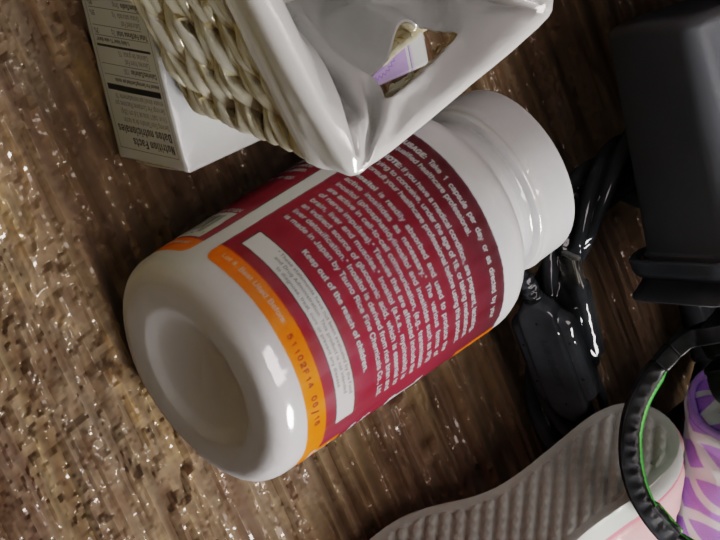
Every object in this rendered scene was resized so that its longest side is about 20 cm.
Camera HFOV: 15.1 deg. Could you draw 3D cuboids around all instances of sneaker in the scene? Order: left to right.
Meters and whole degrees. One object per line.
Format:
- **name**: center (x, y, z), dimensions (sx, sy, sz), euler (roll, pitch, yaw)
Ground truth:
- **sneaker**: center (0.077, 0.153, 1.350), dimensions (0.200, 0.075, 0.105), euler (-30, 144, -13)

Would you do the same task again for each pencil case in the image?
- **pencil case**: center (0.201, 0.140, 1.406), dimensions (0.085, 0.084, 0.201), euler (-3, 128, -4)

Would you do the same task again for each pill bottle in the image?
- **pill bottle**: center (0.000, 0.000, 1.231), dimensions (0.200, 0.113, 0.114), euler (-33, 118, -30)

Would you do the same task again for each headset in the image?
- **headset**: center (0.213, 0.057, 1.305), dimensions (0.200, 0.094, 0.124), euler (-41, 90, 4)

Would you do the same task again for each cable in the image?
- **cable**: center (0.142, 0.020, 1.403), dimensions (0.163, 0.051, 0.201), euler (-48, 129, -32)

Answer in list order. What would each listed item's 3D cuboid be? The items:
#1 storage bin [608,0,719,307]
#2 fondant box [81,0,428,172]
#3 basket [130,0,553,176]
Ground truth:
- **storage bin**: center (0.214, -0.078, 1.327), dimensions (0.199, 0.145, 0.135), euler (-19, 99, -22)
- **fondant box**: center (-0.057, -0.163, 1.188), dimensions (0.144, 0.058, 0.201), euler (-26, 116, -33)
- **basket**: center (-0.033, -0.159, 1.092), dimensions (0.135, 0.123, 0.201), euler (-40, 121, -25)
